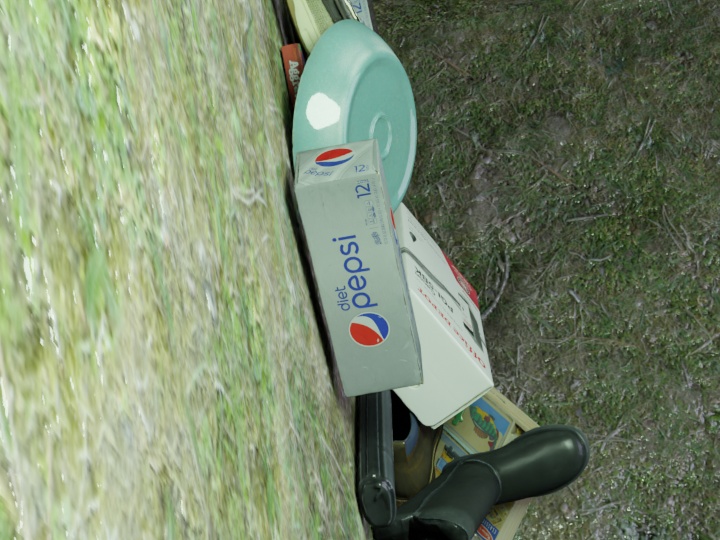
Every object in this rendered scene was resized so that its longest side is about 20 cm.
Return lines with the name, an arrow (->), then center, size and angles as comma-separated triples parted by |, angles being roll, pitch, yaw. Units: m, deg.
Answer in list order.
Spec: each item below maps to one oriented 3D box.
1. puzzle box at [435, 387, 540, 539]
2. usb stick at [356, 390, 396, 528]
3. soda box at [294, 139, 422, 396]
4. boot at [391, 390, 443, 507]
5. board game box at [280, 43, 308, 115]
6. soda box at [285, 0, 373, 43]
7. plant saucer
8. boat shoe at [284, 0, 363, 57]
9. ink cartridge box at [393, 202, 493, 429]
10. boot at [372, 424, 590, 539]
puzzle box -> 0.113, 0.185, 1.443 | 0.200, 0.025, 0.134 | 39, -66, 45
usb stick -> 0.015, 0.159, 1.225 | 0.200, 0.032, 0.056 | -91, 168, -68
soda box -> 0.000, 0.000, 1.091 | 0.064, 0.068, 0.201 | -91, 169, -59
boot -> 0.046, 0.142, 1.396 | 0.201, 0.074, 0.097 | -93, 174, -47
board game box -> -0.040, -0.102, 1.243 | 0.103, 0.019, 0.201 | -40, 119, -86
soda box -> -0.016, -0.183, 1.340 | 0.068, 0.063, 0.201 | 49, -22, 52
plant saucer -> 0.005, -0.117, 1.187 | 0.200, 0.036, 0.201 | -19, 111, -61
boat shoe -> -0.046, -0.277, 1.177 | 0.072, 0.066, 0.201 | -106, 176, -57
ink cartridge box -> 0.057, 0.042, 1.391 | 0.147, 0.083, 0.200 | 49, 17, -22
boot -> 0.117, 0.210, 1.271 | 0.200, 0.164, 0.066 | -15, 81, -65
